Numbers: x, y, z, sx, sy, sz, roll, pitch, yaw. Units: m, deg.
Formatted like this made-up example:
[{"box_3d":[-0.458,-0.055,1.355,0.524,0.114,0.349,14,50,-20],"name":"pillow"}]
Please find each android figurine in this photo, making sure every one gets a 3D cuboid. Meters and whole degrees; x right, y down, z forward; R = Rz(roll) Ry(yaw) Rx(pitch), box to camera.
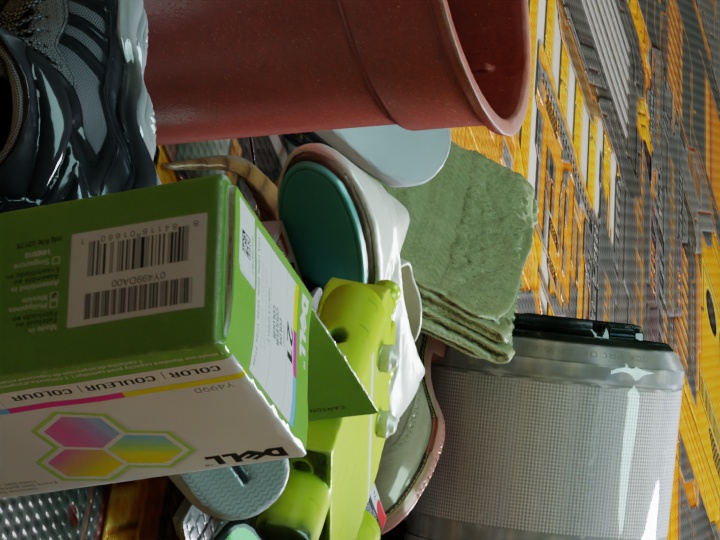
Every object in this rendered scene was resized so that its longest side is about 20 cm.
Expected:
[{"box_3d":[-0.012,0.088,1.413,0.200,0.041,0.183,-68,164,-49],"name":"android figurine"}]

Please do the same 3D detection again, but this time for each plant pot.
[{"box_3d":[-0.038,-0.147,1.363,0.201,0.194,0.202,-10,90,-74],"name":"plant pot"}]

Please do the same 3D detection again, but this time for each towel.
[{"box_3d":[0.033,-0.027,1.701,0.148,0.037,0.200,29,32,-9],"name":"towel"}]

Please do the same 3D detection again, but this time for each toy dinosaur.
[{"box_3d":[-0.038,-0.022,1.543,0.107,0.060,0.201,-81,156,-46],"name":"toy dinosaur"}]

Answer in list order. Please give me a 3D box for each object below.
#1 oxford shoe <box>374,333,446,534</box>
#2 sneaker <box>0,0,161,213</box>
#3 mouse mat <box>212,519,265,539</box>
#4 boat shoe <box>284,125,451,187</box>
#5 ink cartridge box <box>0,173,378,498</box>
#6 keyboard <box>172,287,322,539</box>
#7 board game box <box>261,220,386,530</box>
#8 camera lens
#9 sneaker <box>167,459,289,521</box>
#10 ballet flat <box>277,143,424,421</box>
[{"box_3d":[0.003,0.068,1.658,0.074,0.071,0.201,43,32,-30],"name":"oxford shoe"},{"box_3d":[-0.142,-0.090,1.182,0.114,0.075,0.201,35,34,-52],"name":"sneaker"},{"box_3d":[-0.055,0.224,1.258,0.161,0.008,0.200,57,40,-14],"name":"mouse mat"},{"box_3d":[-0.043,-0.116,1.583,0.200,0.091,0.071,43,75,-30],"name":"boat shoe"},{"box_3d":[-0.087,0.052,1.157,0.200,0.147,0.076,57,28,-55],"name":"ink cartridge box"},{"box_3d":[-0.048,0.085,1.411,0.200,0.011,0.057,-60,140,-51],"name":"keyboard"},{"box_3d":[-0.042,0.092,1.486,0.127,0.034,0.201,-67,145,-51],"name":"board game box"},{"box_3d":[0.109,0.128,1.741,0.160,0.159,0.201,5,91,-74],"name":"camera lens"},{"box_3d":[-0.103,0.025,1.291,0.201,0.073,0.071,64,-17,-21],"name":"sneaker"},{"box_3d":[0.000,0.000,1.519,0.070,0.069,0.201,-81,167,-49],"name":"ballet flat"}]
